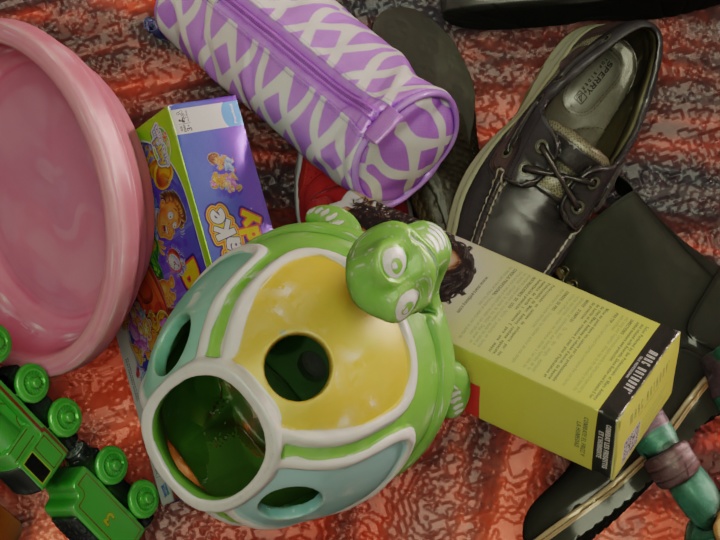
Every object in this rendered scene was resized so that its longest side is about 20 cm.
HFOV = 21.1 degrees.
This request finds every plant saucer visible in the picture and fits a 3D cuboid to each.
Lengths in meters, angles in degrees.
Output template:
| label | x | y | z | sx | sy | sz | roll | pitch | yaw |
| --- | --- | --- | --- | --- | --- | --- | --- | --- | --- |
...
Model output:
| label | x | y | z | sx | sy | sz | roll | pitch | yaw |
| --- | --- | --- | --- | --- | --- | --- | --- | --- | --- |
| plant saucer | -0.182 | -0.043 | 1.087 | 0.051 | 0.200 | 0.202 | -17 | 81 | -44 |

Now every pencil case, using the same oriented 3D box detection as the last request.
| label | x | y | z | sx | sy | sz | roll | pitch | yaw |
| --- | --- | --- | --- | --- | --- | --- | --- | --- | --- |
| pencil case | -0.033 | -0.119 | 1.086 | 0.084 | 0.086 | 0.200 | -46 | 61 | -7 |

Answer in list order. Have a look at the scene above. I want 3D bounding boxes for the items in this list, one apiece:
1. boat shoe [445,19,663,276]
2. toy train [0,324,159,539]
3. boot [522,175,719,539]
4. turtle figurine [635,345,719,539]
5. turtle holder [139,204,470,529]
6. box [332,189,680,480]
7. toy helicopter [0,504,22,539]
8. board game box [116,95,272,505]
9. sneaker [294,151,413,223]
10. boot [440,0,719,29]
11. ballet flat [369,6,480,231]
| label | x | y | z | sx | sy | sz | roll | pitch | yaw |
| --- | --- | --- | --- | --- | --- | --- | --- | --- | --- |
| boat shoe | 0.112 | -0.063 | 1.089 | 0.072 | 0.065 | 0.201 | 36 | 68 | -10 |
| toy train | -0.187 | 0.089 | 1.075 | 0.200 | 0.042 | 0.057 | 50 | 54 | -26 |
| boot | 0.133 | 0.058 | 1.104 | 0.200 | 0.078 | 0.138 | -42 | 80 | -15 |
| turtle figurine | 0.209 | 0.142 | 1.013 | 0.149 | 0.101 | 0.201 | -18 | 77 | -35 |
| turtle holder | -0.022 | 0.052 | 0.916 | 0.185 | 0.132 | 0.142 | -10 | 102 | 35 |
| box | 0.058 | 0.030 | 0.990 | 0.199 | 0.050 | 0.075 | 24 | 49 | 21 |
| toy helicopter | -0.256 | 0.112 | 1.046 | 0.132 | 0.200 | 0.079 | 35 | 102 | 8 |
| board game box | -0.091 | 0.020 | 1.080 | 0.045 | 0.134 | 0.201 | -12 | 82 | -33 |
| sneaker | 0.000 | 0.000 | 1.089 | 0.071 | 0.112 | 0.202 | -9 | 84 | 1 |
| boot | 0.140 | -0.226 | 1.128 | 0.202 | 0.073 | 0.155 | -6 | 81 | 0 |
| ballet flat | 0.049 | -0.058 | 1.129 | 0.067 | 0.046 | 0.201 | -19 | 80 | -22 |
